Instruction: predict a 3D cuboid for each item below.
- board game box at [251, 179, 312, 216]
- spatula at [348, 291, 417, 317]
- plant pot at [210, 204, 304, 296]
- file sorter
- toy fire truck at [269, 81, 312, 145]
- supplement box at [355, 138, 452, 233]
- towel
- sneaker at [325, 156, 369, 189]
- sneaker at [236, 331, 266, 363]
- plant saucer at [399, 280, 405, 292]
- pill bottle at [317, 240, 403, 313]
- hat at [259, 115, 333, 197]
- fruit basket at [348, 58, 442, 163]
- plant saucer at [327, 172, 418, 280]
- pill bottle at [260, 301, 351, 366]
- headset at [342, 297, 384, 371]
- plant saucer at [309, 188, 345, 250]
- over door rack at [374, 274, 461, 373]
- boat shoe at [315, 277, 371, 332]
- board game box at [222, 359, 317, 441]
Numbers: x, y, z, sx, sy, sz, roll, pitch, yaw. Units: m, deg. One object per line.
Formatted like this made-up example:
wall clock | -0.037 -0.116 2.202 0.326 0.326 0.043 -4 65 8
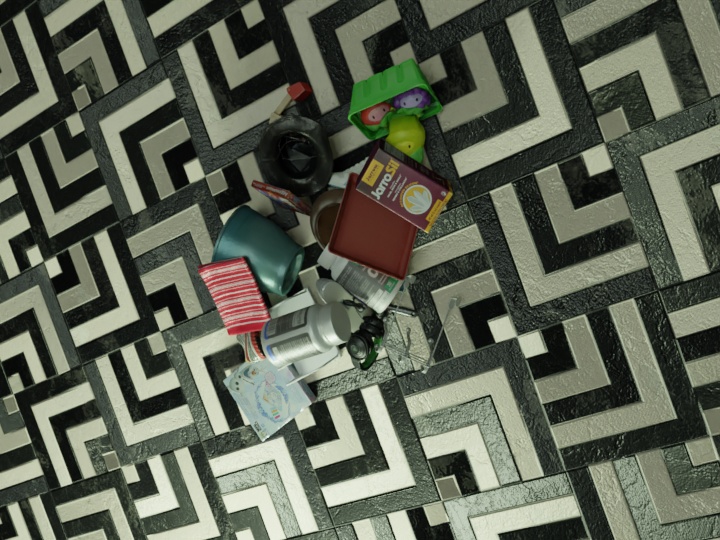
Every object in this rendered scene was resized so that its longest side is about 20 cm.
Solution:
board game box | -0.183 -0.173 1.650 0.101 0.200 0.020 18 86 17
spatula | 0.051 0.085 1.694 0.195 0.021 0.058 17 110 17
plant pot | -0.249 -0.033 1.704 0.184 0.200 0.204 25 106 9
file sorter | -0.166 0.175 1.737 0.137 0.124 0.204 -28 89 23
toy fire truck | -0.186 -0.362 1.700 0.197 0.049 0.143 -31 86 23
supplement box | 0.098 -0.191 1.519 0.197 0.086 0.112 29 112 -10
towel | -0.306 0.067 1.660 0.141 0.023 0.204 -9 116 23
sneaker | 0.010 -0.233 1.636 0.194 0.076 0.083 1 95 13
sneaker | -0.305 0.152 1.794 0.081 0.077 0.204 -32 66 28
plant saucer | 0.089 -0.052 1.660 0.068 0.019 0.206 8 100 20
pill bottle | 0.000 0.000 1.614 0.198 0.113 0.114 36 109 -2
hat | -0.153 -0.285 1.634 0.194 0.082 0.206 0 118 0
fruit basket | 0.087 -0.346 1.547 0.210 0.155 0.222 -8 73 25
plant saucer | 0.034 -0.099 1.567 0.195 0.037 0.205 20 73 -13
pill bottle | -0.127 0.147 1.586 0.196 0.113 0.117 -19 92 24
headset | 0.003 0.153 1.645 0.092 0.124 0.203 19 140 25
plant saucer | -0.037 -0.102 1.654 0.194 0.032 0.205 9 124 13
over door rack | 0.135 0.126 1.619 0.145 0.067 0.204 23 95 -17
boat shoe | -0.042 0.090 1.680 0.199 0.068 0.073 40 86 -33
board game box | -0.248 0.325 1.835 0.198 0.043 0.202 -38 84 22
